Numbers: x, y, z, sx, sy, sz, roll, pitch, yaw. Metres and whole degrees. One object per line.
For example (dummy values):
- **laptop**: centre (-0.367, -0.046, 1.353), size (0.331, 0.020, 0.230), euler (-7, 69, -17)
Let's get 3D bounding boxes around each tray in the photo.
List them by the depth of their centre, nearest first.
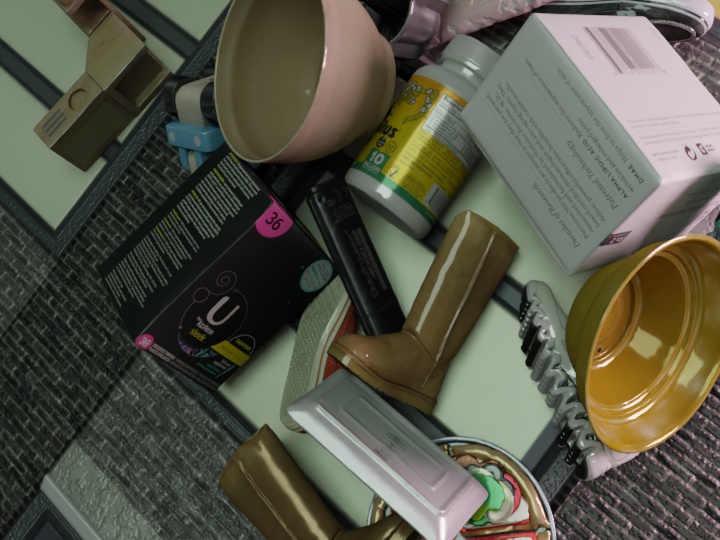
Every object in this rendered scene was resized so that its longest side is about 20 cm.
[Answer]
- **tray**: centre (0.029, 0.170, 0.847), size (0.199, 0.107, 0.022), euler (38, 125, 18)

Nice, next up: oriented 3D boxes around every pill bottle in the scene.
- **pill bottle**: centre (0.079, -0.148, 0.952), size (0.112, 0.113, 0.202), euler (34, 88, 22)

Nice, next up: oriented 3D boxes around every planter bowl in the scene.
- **planter bowl**: centre (0.246, 0.054, 0.794), size (0.202, 0.200, 0.083), euler (-55, 38, -3)
- **planter bowl**: centre (-0.048, -0.206, 0.917), size (0.198, 0.133, 0.206), euler (-5, 83, 48)

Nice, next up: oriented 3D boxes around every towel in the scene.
- **towel**: centre (0.132, -0.368, 1.009), size (0.196, 0.032, 0.196), euler (-13, 71, 33)

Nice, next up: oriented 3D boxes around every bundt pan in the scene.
- **bundt pan**: centre (0.030, -0.317, 0.997), size (0.200, 0.075, 0.208), euler (-9, 78, 51)

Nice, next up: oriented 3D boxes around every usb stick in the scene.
- **usb stick**: centre (0.000, 0.000, 0.933), size (0.032, 0.055, 0.204), euler (-19, 97, 52)

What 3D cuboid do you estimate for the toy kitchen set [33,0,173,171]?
- **toy kitchen set**: centre (-0.385, -0.281, 1.105), size (0.181, 0.163, 0.200), euler (-46, 67, 1)

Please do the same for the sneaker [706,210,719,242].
- **sneaker**: centre (0.384, -0.019, 0.785), size (0.138, 0.201, 0.078), euler (28, 66, 17)

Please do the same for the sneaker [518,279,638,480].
- **sneaker**: centre (0.215, 0.101, 0.872), size (0.079, 0.075, 0.204), euler (-16, 69, -7)

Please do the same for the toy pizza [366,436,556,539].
- **toy pizza**: centre (0.096, 0.269, 0.877), size (0.195, 0.032, 0.206), euler (-5, 74, 16)

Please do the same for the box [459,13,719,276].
- **box**: centre (0.237, -0.127, 0.835), size (0.202, 0.196, 0.131), euler (59, 136, 21)

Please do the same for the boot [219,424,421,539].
- **boot**: centre (-0.047, 0.237, 0.880), size (0.200, 0.066, 0.176), euler (48, 117, 22)

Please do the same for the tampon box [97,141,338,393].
- **tampon box**: centre (-0.152, -0.001, 0.950), size (0.200, 0.150, 0.127), euler (-43, 51, 2)

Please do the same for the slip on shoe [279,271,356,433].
- **slip on shoe**: centre (-0.032, 0.083, 0.957), size (0.073, 0.061, 0.204), euler (-14, 54, 50)

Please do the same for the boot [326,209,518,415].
- **boot**: centre (0.065, 0.029, 0.885), size (0.065, 0.174, 0.203), euler (26, 86, 39)

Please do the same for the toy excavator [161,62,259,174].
- **toy excavator**: centre (-0.174, -0.124, 1.029), size (0.098, 0.193, 0.205), euler (14, 121, 39)

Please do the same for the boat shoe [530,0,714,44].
- **boat shoe**: centre (0.275, -0.258, 0.946), size (0.196, 0.072, 0.072), euler (10, 75, 30)
